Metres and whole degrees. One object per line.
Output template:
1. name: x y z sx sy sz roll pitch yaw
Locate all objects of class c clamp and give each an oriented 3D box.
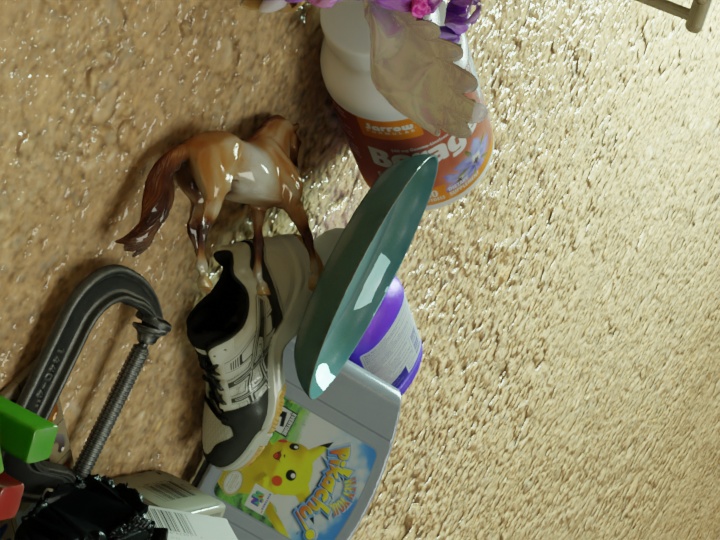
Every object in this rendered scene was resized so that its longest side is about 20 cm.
1. c clamp: -0.186 0.092 1.450 0.171 0.027 0.201 15 100 -60

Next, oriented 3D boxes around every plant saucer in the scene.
1. plant saucer: 0.000 0.000 1.544 0.201 0.027 0.200 -60 171 -17

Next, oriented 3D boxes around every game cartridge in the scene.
1. game cartridge: -0.054 0.160 1.666 0.201 0.133 0.040 -62 -164 -9

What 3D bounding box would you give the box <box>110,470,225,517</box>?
1. box: -0.175 0.256 1.574 0.082 0.068 0.201 -4 115 -61

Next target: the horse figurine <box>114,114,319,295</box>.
1. horse figurine: -0.089 -0.050 1.466 0.199 0.050 0.134 1 81 -53

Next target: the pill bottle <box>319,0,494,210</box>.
1. pill bottle: 0.032 -0.140 1.582 0.113 0.112 0.200 -57 153 -18

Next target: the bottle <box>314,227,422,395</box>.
1. bottle: 0.000 0.037 1.730 0.084 0.065 0.200 -56 153 -20

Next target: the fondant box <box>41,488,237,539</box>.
1. fondant box: -0.183 0.259 1.467 0.143 0.058 0.201 14 110 -28

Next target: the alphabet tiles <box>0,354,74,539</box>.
1. alphabet tiles: -0.251 0.174 1.426 0.167 0.008 0.201 -48 149 -35

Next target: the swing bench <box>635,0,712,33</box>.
1. swing bench: 0.212 -0.327 1.670 0.201 0.198 0.130 -64 155 -2

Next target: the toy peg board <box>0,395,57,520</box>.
1. toy peg board: -0.281 0.150 1.230 0.200 0.097 0.201 -6 117 -59

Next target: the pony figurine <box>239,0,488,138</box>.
1. pony figurine: 0.029 -0.201 1.408 0.200 0.192 0.168 -34 135 -39

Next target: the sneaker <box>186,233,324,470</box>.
1. sneaker: -0.099 0.060 1.572 0.087 0.076 0.201 -1 119 -37

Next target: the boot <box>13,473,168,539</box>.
1. boot: -0.211 0.226 1.323 0.198 0.073 0.163 -22 138 -47
